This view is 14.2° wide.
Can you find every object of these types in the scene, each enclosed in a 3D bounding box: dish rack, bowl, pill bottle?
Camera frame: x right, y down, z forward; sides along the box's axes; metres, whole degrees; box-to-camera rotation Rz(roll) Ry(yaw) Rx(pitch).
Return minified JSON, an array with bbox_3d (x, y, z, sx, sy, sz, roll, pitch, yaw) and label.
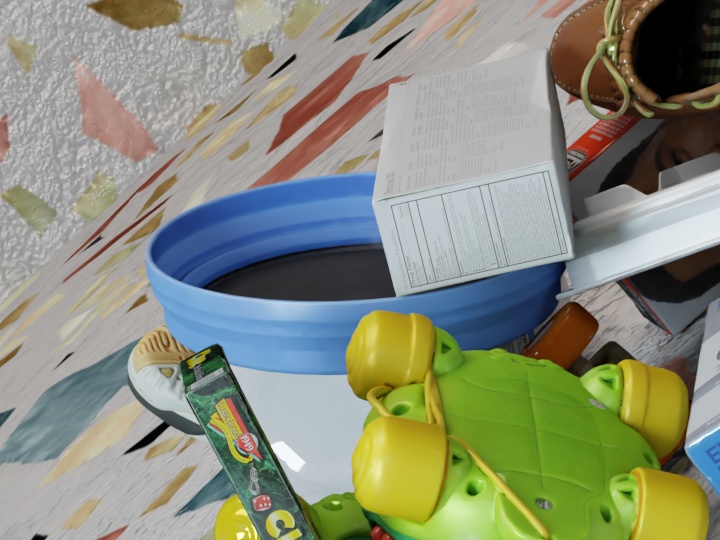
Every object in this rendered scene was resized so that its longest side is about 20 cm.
[{"bbox_3d":[0.191,-0.044,1.306,0.200,0.044,0.172,-21,0,29],"label":"dish rack"},{"bbox_3d":[0.000,0.000,1.349,0.200,0.040,0.201,-3,19,1],"label":"bowl"},{"bbox_3d":[0.027,0.042,1.464,0.112,0.112,0.200,-33,-1,34],"label":"pill bottle"}]

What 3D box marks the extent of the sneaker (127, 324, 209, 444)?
[{"bbox_3d":[-0.048,0.088,1.512,0.088,0.200,0.076,-43,44,33],"label":"sneaker"}]

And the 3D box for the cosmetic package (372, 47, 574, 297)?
[{"bbox_3d":[0.053,-0.048,1.326,0.082,0.051,0.200,-11,18,7],"label":"cosmetic package"}]

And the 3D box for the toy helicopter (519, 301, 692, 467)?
[{"bbox_3d":[0.082,0.087,1.363,0.132,0.079,0.200,-50,1,0],"label":"toy helicopter"}]

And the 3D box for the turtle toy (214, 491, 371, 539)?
[{"bbox_3d":[-0.033,0.169,1.283,0.200,0.101,0.146,-42,-21,30],"label":"turtle toy"}]

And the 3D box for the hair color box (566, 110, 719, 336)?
[{"bbox_3d":[0.196,-0.072,1.457,0.200,0.102,0.061,-42,13,-1],"label":"hair color box"}]

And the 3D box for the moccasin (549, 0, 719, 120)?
[{"bbox_3d":[0.147,-0.103,1.349,0.201,0.078,0.074,16,100,60],"label":"moccasin"}]

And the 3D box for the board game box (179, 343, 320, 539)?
[{"bbox_3d":[-0.017,0.126,1.149,0.023,0.200,0.105,-27,7,0],"label":"board game box"}]

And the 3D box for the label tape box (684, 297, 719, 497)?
[{"bbox_3d":[0.212,0.014,1.179,0.144,0.063,0.200,-35,13,23],"label":"label tape box"}]

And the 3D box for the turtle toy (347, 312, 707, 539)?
[{"bbox_3d":[0.058,0.106,1.159,0.200,0.145,0.101,-92,17,-56],"label":"turtle toy"}]
